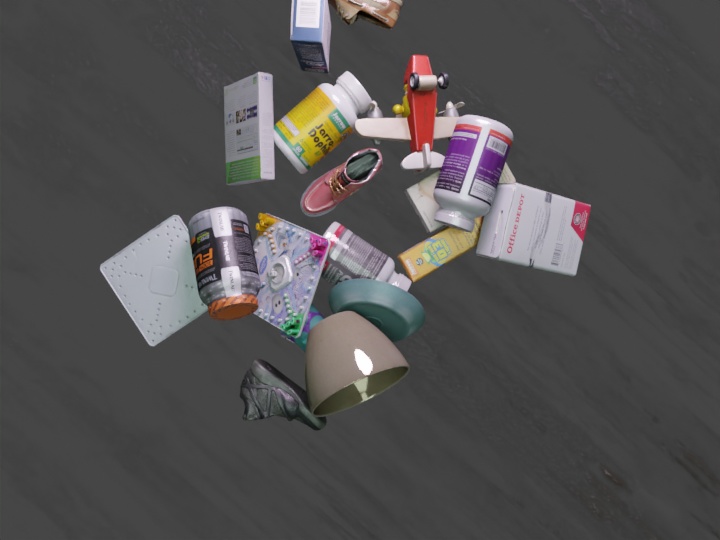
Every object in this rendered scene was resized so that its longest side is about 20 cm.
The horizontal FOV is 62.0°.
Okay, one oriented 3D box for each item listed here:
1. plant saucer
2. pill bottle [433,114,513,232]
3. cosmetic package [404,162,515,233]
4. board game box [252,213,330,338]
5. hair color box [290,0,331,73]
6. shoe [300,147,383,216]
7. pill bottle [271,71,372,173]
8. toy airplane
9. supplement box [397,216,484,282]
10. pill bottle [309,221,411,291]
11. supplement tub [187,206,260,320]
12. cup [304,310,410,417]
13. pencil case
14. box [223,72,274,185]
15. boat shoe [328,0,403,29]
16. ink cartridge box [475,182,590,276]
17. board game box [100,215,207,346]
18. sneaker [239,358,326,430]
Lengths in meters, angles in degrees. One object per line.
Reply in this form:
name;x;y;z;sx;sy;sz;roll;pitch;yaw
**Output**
plant saucer;0.028;0.090;1.181;0.198;0.201;0.036;17;55;0
pill bottle;0.205;-0.179;1.124;0.111;0.112;0.202;19;93;0
cosmetic package;0.200;-0.170;1.217;0.199;0.073;0.104;-32;92;1
board game box;-0.165;0.004;1.194;0.199;0.026;0.202;24;97;37
hair color box;-0.092;-0.454;1.141;0.060;0.200;0.101;4;93;0
shoe;-0.041;-0.180;1.210;0.199;0.091;0.072;-34;92;3
pill bottle;-0.076;-0.297;1.193;0.200;0.113;0.113;-40;92;2
toy airplane;0.111;-0.288;1.179;0.200;0.141;0.200;41;89;-24
supplement box;0.175;-0.051;1.227;0.199;0.069;0.067;-31;92;4
pill bottle;0.000;0.000;1.210;0.199;0.111;0.111;33;93;-1
supplement tub;-0.266;-0.012;1.180;0.121;0.123;0.202;-16;71;2
cup;-0.027;0.163;1.119;0.199;0.200;0.144;-28;68;2
pencil case;-0.079;0.162;1.234;0.092;0.085;0.200;-41;92;2
box;-0.223;-0.275;1.190;0.036;0.144;0.203;-2;93;-40
boat shoe;-0.015;-0.535;1.200;0.198;0.076;0.075;13;96;1
ink cartridge box;0.339;-0.079;1.177;0.198;0.083;0.147;11;94;-25
board game box;-0.408;0.021;1.254;0.199;0.026;0.201;-33;92;3
sneaker;-0.169;0.287;1.249;0.199;0.076;0.115;35;95;2
